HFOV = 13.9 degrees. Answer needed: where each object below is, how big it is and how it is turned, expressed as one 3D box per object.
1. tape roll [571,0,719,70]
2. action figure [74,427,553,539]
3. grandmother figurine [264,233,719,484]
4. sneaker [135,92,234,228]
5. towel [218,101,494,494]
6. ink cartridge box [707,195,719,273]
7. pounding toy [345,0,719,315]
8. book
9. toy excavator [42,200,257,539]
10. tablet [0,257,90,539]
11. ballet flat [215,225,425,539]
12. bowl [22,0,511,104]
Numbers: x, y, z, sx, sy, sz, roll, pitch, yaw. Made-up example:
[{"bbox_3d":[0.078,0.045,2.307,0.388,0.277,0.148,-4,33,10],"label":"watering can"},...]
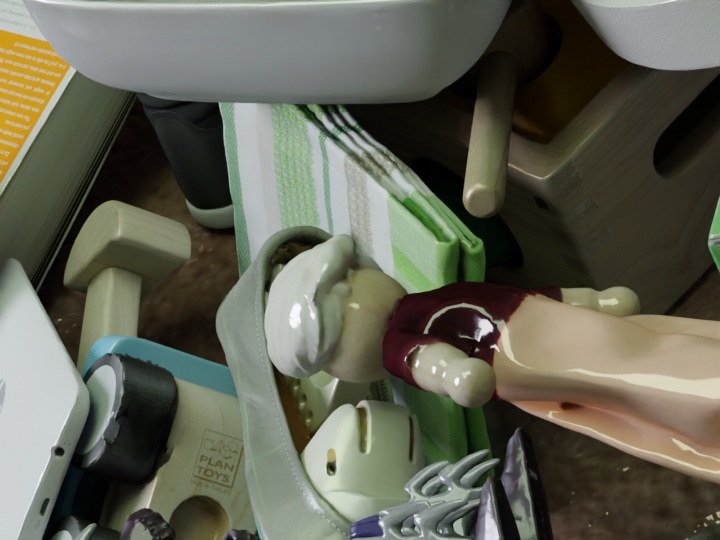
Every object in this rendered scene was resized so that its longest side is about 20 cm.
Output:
[{"bbox_3d":[0.160,-0.159,1.103,0.202,0.037,0.203,-31,30,20],"label":"tape roll"},{"bbox_3d":[-0.038,0.107,0.963,0.199,0.130,0.070,-14,84,15],"label":"action figure"},{"bbox_3d":[0.054,0.029,1.010,0.199,0.121,0.061,10,96,28],"label":"grandmother figurine"},{"bbox_3d":[-0.039,-0.124,1.367,0.071,0.099,0.200,4,49,37],"label":"sneaker"},{"bbox_3d":[0.000,0.000,1.186,0.031,0.150,0.200,-20,38,-20],"label":"towel"},{"bbox_3d":[0.204,-0.038,1.090,0.084,0.146,0.200,-5,46,28],"label":"ink cartridge box"},{"bbox_3d":[0.080,-0.073,1.206,0.200,0.142,0.184,-44,41,-17],"label":"pounding toy"},{"bbox_3d":[-0.172,-0.074,1.393,0.133,0.048,0.200,20,79,47],"label":"book"},{"bbox_3d":[-0.092,0.065,1.197,0.200,0.100,0.195,-1,72,63],"label":"toy excavator"},{"bbox_3d":[-0.150,0.078,1.193,0.131,0.014,0.200,-69,20,10],"label":"tablet"},{"bbox_3d":[-0.009,0.057,1.076,0.064,0.067,0.200,-59,32,30],"label":"ballet flat"},{"bbox_3d":[-0.018,-0.134,1.175,0.199,0.075,0.200,0,41,19],"label":"bowl"}]
